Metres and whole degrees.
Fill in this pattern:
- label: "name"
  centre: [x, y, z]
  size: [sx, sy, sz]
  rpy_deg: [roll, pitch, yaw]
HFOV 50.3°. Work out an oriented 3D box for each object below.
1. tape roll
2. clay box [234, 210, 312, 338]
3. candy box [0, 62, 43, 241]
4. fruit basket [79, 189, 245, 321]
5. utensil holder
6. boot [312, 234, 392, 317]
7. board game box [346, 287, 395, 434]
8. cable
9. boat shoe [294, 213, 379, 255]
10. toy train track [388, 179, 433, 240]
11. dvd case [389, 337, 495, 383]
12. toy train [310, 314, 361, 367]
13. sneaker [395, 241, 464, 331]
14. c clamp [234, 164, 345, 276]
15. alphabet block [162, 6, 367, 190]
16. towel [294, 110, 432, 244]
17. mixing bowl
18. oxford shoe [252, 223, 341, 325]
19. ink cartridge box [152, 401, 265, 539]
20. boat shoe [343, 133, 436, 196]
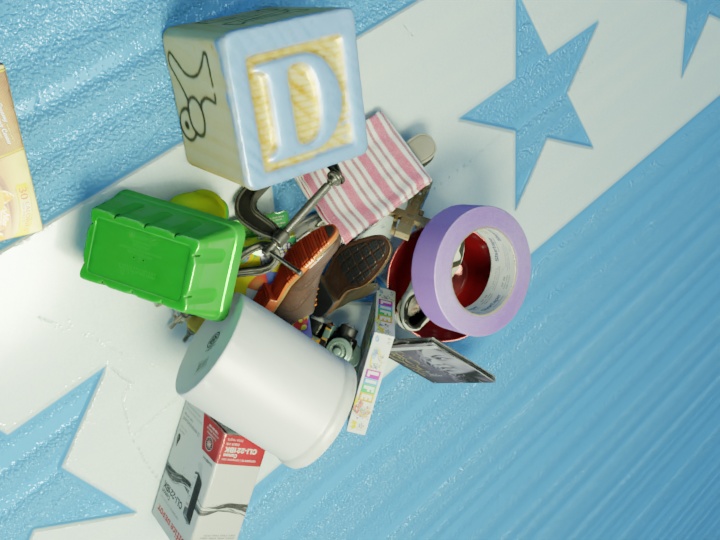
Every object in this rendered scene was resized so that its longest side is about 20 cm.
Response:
- label: "tape roll"
  centre: [0.178, -0.002, 1.218]
  size: [0.196, 0.065, 0.205]
  rpy_deg: [-5, 99, -32]
- label: "clay box"
  centre: [-0.145, 0.018, 1.173]
  size: [0.112, 0.048, 0.204]
  rpy_deg: [-13, 115, -10]
- label: "candy box"
  centre: [-0.457, -0.133, 0.902]
  size: [0.114, 0.055, 0.204]
  rpy_deg: [-19, 115, -31]
- label: "fruit basket"
  centre: [-0.248, -0.032, 1.039]
  size: [0.212, 0.214, 0.159]
  rpy_deg: [8, 101, -38]
- label: "utensil holder"
  centre: [-0.131, 0.149, 1.064]
  size: [0.199, 0.169, 0.172]
  rpy_deg: [37, 82, -23]
- label: "boot"
  centre: [0.000, 0.000, 1.234]
  size: [0.096, 0.199, 0.076]
  rpy_deg: [-14, 70, -51]
- label: "board game box"
  centre: [0.017, 0.150, 1.278]
  size: [0.033, 0.135, 0.203]
  rpy_deg: [13, 120, -4]
- label: "cable"
  centre: [-0.213, 0.010, 1.120]
  size: [0.199, 0.050, 0.098]
  rpy_deg: [-39, 100, -7]
- label: "boat shoe"
  centre: [-0.050, -0.056, 1.228]
  size: [0.199, 0.069, 0.072]
  rpy_deg: [-36, 127, -20]
- label: "toy train track"
  centre: [0.088, -0.098, 1.277]
  size: [0.201, 0.112, 0.033]
  rpy_deg: [-63, 170, -53]
- label: "dvd case"
  centre: [0.133, 0.167, 1.395]
  size: [0.199, 0.147, 0.016]
  rpy_deg: [33, 61, -39]
- label: "toy train"
  centre: [-0.077, 0.172, 1.257]
  size: [0.204, 0.112, 0.085]
  rpy_deg: [-67, 162, -3]
- label: "sneaker"
  centre: [0.120, 0.012, 1.255]
  size: [0.072, 0.080, 0.204]
  rpy_deg: [22, 96, -1]
- label: "c clamp"
  centre: [-0.095, -0.101, 1.126]
  size: [0.201, 0.169, 0.027]
  rpy_deg: [-54, 154, -20]
- label: "alphabet block"
  centre: [-0.127, -0.239, 1.027]
  size: [0.194, 0.199, 0.200]
  rpy_deg: [-20, 117, -30]
- label: "towel"
  centre: [0.005, -0.151, 1.211]
  size: [0.199, 0.030, 0.147]
  rpy_deg: [-36, 86, -22]
- label: "mixing bowl"
  centre: [0.143, 0.013, 1.348]
  size: [0.195, 0.108, 0.205]
  rpy_deg: [0, 99, 1]
- label: "oxford shoe"
  centre: [-0.086, 0.018, 1.129]
  size: [0.072, 0.072, 0.200]
  rpy_deg: [33, 110, -28]
- label: "ink cartridge box"
  centre: [-0.231, 0.315, 1.166]
  size: [0.083, 0.143, 0.204]
  rpy_deg: [14, 96, -38]
- label: "boat shoe"
  centre: [0.042, -0.161, 1.271]
  size: [0.198, 0.057, 0.068]
  rpy_deg: [-30, 82, -22]
